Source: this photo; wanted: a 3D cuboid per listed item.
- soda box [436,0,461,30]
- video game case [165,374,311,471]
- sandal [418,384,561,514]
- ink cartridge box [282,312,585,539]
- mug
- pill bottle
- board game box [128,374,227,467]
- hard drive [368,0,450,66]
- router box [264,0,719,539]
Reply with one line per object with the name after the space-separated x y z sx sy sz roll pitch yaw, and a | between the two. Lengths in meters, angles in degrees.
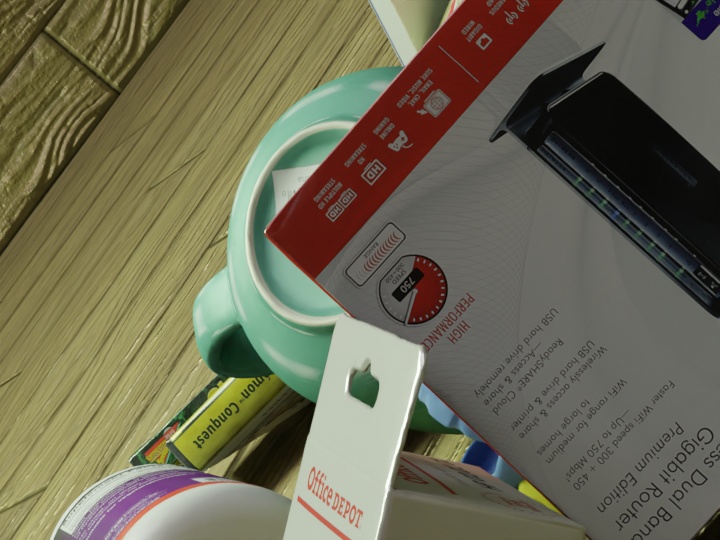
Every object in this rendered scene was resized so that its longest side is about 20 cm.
0.075 -0.112 1.028 0.200 0.064 0.068 115 168 -68 | soda box
0.001 0.018 1.143 0.181 0.026 0.200 -46 -7 19 | video game case
0.094 0.026 0.836 0.200 0.087 0.080 -40 15 29 | sandal
0.012 0.122 0.711 0.115 0.068 0.200 -161 84 -75 | ink cartridge box
0.009 0.002 0.953 0.152 0.114 0.185 43 105 33 | mug
-0.082 0.148 1.014 0.113 0.112 0.200 -53 13 -12 | pill bottle
-0.041 0.043 1.250 0.200 0.023 0.105 -44 -5 7 | board game box
0.083 -0.194 1.144 0.200 0.025 0.132 -50 -29 -9 | hard drive
0.100 -0.027 0.752 0.200 0.179 0.049 -49 -11 7 | router box
